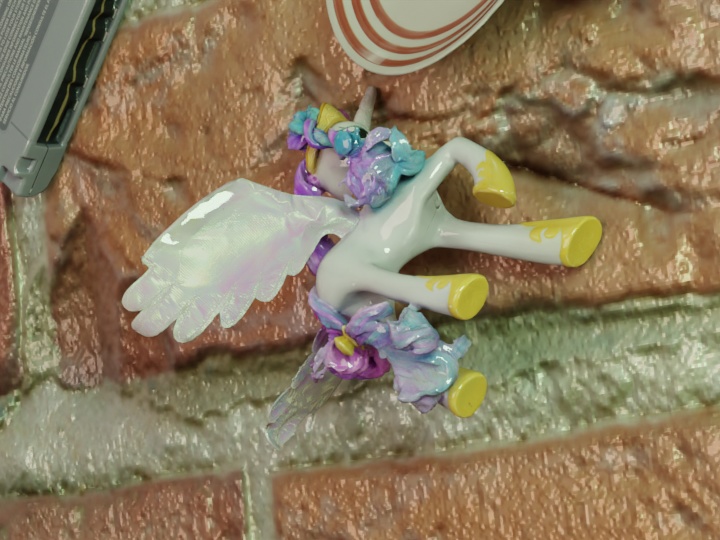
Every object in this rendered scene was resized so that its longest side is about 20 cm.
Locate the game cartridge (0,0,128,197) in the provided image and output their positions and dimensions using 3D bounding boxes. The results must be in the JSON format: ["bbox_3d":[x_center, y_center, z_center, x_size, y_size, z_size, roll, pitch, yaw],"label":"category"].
[{"bbox_3d":[-0.206,-0.164,1.644,0.133,0.040,0.201,42,117,32],"label":"game cartridge"}]

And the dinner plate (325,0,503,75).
[{"bbox_3d":[0.050,-0.194,1.375,0.200,0.024,0.201,-31,50,45],"label":"dinner plate"}]

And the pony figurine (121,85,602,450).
[{"bbox_3d":[0.000,0.000,1.386,0.200,0.167,0.193,27,76,44],"label":"pony figurine"}]
